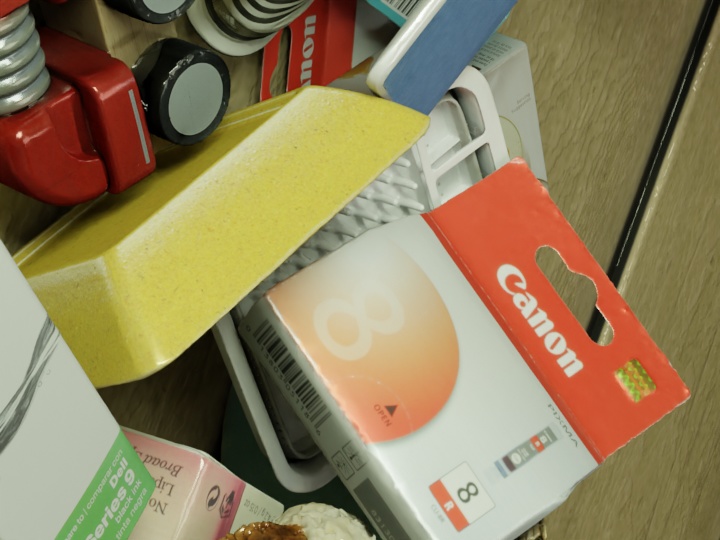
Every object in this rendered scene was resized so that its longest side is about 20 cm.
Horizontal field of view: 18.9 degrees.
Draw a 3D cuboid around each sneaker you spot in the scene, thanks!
[{"bbox_3d":[-0.002,-0.198,1.119,0.076,0.115,0.201,43,60,-19],"label":"sneaker"}]

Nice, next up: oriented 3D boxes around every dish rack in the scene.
[{"bbox_3d":[0.000,0.000,1.126,0.200,0.043,0.172,-40,133,-26],"label":"dish rack"}]

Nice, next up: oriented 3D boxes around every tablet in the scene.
[{"bbox_3d":[0.073,-0.155,1.022,0.200,0.014,0.130,-51,169,0],"label":"tablet"}]

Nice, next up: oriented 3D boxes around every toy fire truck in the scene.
[{"bbox_3d":[-0.157,-0.094,0.930,0.200,0.128,0.177,-37,134,-32],"label":"toy fire truck"}]

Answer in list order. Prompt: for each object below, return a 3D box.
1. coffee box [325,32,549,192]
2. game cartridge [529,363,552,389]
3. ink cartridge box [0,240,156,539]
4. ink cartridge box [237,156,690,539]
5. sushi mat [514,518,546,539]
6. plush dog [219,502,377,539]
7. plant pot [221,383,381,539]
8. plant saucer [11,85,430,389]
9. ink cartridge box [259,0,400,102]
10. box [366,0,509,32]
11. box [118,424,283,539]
[{"bbox_3d":[0.007,-0.043,1.205,0.200,0.080,0.115,-36,131,-29],"label":"coffee box"},{"bbox_3d":[0.045,0.147,1.144,0.130,0.038,0.201,148,-42,-78],"label":"game cartridge"},{"bbox_3d":[-0.191,0.047,0.887,0.084,0.145,0.200,-58,146,-27],"label":"ink cartridge box"},{"bbox_3d":[0.063,0.041,1.067,0.200,0.163,0.050,-32,172,-28],"label":"ink cartridge box"},{"bbox_3d":[0.079,0.151,1.158,0.200,0.012,0.096,-74,-179,-78],"label":"sushi mat"},{"bbox_3d":[-0.016,0.195,1.018,0.200,0.159,0.173,44,38,-71],"label":"plush dog"},{"bbox_3d":[0.028,0.096,1.293,0.200,0.134,0.201,-33,130,-50],"label":"plant pot"},{"bbox_3d":[-0.093,-0.017,0.999,0.200,0.200,0.049,-44,108,-34],"label":"plant saucer"},{"bbox_3d":[0.012,-0.118,1.261,0.200,0.047,0.161,-22,121,-58],"label":"ink cartridge box"},{"bbox_3d":[0.066,-0.202,1.232,0.049,0.082,0.200,-49,-172,40],"label":"box"},{"bbox_3d":[-0.141,0.176,1.037,0.201,0.127,0.109,-70,157,-12],"label":"box"}]
